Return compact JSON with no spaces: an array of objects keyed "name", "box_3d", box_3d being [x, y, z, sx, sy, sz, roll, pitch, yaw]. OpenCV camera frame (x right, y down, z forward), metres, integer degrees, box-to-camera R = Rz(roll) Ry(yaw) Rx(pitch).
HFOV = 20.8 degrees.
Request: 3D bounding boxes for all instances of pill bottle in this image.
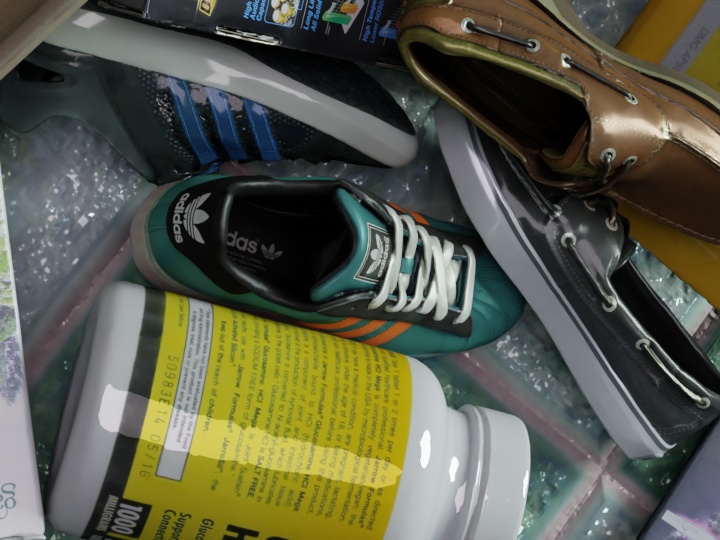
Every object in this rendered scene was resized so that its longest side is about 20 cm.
[{"name":"pill bottle","box_3d":[-0.032,0.082,0.867,0.198,0.112,0.113,15,82,-11]}]

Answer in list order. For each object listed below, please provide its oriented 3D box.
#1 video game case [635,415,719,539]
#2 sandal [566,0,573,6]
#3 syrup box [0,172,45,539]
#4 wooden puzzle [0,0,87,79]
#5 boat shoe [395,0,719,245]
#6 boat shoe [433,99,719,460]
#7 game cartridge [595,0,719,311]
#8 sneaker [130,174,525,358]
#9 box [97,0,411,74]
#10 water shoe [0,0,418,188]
[{"name":"video game case","box_3d":[0.180,0.180,0.918,0.142,0.019,0.200,36,64,6]},{"name":"sandal","box_3d":[0.101,-0.179,0.943,0.054,0.081,0.202,12,83,-30]},{"name":"syrup box","box_3d":[-0.188,0.023,0.853,0.078,0.081,0.202,-7,87,-12]},{"name":"wooden puzzle","box_3d":[-0.125,-0.179,0.809,0.046,0.185,0.201,18,48,-44]},{"name":"boat shoe","box_3d":[0.100,-0.061,0.868,0.199,0.072,0.068,32,46,-6]},{"name":"boat shoe","box_3d":[0.106,-0.005,0.924,0.056,0.069,0.201,-29,100,22]},{"name":"game cartridge","box_3d":[0.202,-0.073,0.895,0.176,0.032,0.201,40,122,8]},{"name":"sneaker","box_3d":[0.000,0.000,0.884,0.198,0.080,0.072,10,83,-28]},{"name":"box","box_3d":[-0.005,-0.194,0.867,0.197,0.050,0.202,6,100,-38]},{"name":"water shoe","box_3d":[-0.072,-0.076,0.906,0.199,0.072,0.079,19,114,-17]}]
